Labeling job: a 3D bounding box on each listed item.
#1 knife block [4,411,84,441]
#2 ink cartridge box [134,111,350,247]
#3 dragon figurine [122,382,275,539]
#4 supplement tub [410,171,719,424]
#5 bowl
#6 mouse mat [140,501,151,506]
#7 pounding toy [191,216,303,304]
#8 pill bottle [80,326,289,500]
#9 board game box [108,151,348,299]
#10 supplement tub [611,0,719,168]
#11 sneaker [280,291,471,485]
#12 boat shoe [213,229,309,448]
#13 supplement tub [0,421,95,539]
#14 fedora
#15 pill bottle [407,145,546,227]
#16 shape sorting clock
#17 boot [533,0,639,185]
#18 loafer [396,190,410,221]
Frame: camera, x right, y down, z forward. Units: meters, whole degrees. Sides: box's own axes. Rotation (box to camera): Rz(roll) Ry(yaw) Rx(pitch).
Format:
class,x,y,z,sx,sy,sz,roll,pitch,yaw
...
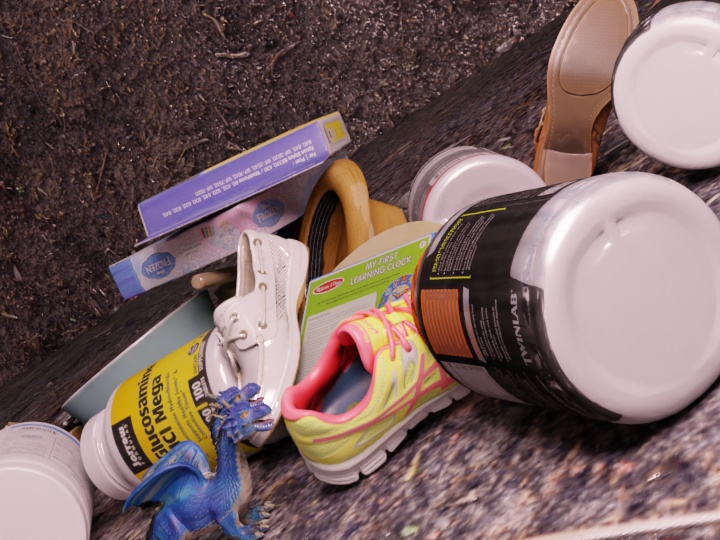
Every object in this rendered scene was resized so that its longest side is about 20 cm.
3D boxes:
class,x,y,z,sx,sy,sz,roll,pitch,yaw
knife block,-0.328,0.234,1.264,0.064,0.173,0.203,169,110,-69
ink cartridge box,-0.114,-0.093,1.063,0.195,0.048,0.200,-23,5,10
dragon figurine,-0.128,0.160,0.773,0.199,0.100,0.059,-33,9,12
supplement tub,0.106,0.015,0.610,0.122,0.123,0.200,-37,10,-15
bowl,-0.214,0.123,1.186,0.200,0.105,0.201,-40,2,2
mouse mat,-0.139,0.158,1.102,0.199,0.008,0.161,-35,10,-2
pounding toy,-0.080,0.009,1.169,0.199,0.143,0.184,-39,11,-17
pill bottle,-0.154,0.130,0.969,0.199,0.113,0.113,-30,10,29
board game box,-0.129,-0.048,1.141,0.197,0.044,0.200,-22,7,37
supplement tub,0.281,-0.173,0.874,0.122,0.123,0.200,-27,12,37
sneaker,0.027,0.051,0.718,0.200,0.090,0.078,-46,47,-6
boat shoe,-0.088,0.049,0.879,0.071,0.069,0.202,-52,25,40
supplement tub,-0.315,0.223,1.018,0.131,0.133,0.200,-36,10,-7
fedora,0.000,0.000,1.015,0.081,0.204,0.200,3,-5,-22
pill bottle,0.100,-0.051,0.974,0.113,0.115,0.200,-34,9,3
shape sorting clock,0.011,0.049,0.842,0.199,0.039,0.202,-30,42,32
boot,0.200,-0.160,1.025,0.155,0.073,0.203,-50,-24,-81
loafer,0.113,-0.076,1.209,0.069,0.071,0.199,-34,16,-30
